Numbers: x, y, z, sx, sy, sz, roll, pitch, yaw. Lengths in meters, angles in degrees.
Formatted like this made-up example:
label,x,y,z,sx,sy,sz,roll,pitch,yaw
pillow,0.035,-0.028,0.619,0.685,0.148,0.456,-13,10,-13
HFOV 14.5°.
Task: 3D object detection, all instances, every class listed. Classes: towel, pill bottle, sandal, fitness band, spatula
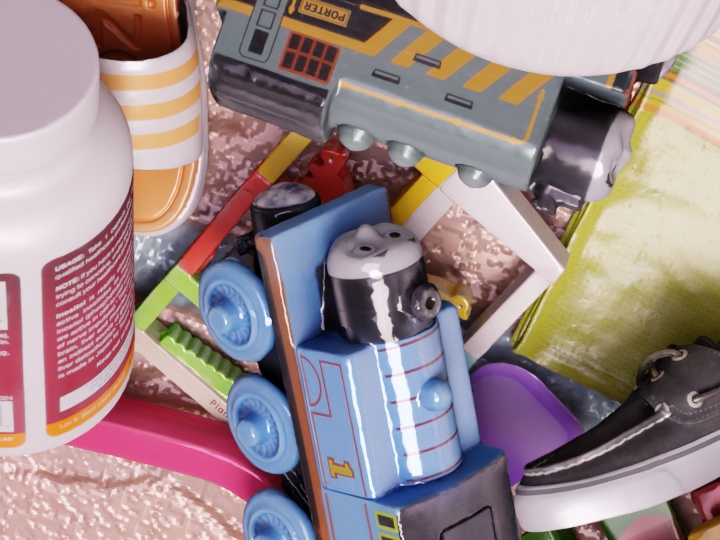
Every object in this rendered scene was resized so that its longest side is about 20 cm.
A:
label,x,y,z,sx,sy,sz,roll,pitch,yaw
towel,0.145,-0.031,1.243,0.086,0.018,0.201,26,111,-1
pill bottle,-0.150,-0.021,1.195,0.112,0.113,0.201,11,141,4
sandal,-0.110,-0.109,1.228,0.079,0.059,0.208,2,110,7
fitness band,-0.107,0.129,1.315,0.199,0.037,0.144,13,113,9
spatula,0.015,0.112,1.308,0.200,0.021,0.057,-41,100,19

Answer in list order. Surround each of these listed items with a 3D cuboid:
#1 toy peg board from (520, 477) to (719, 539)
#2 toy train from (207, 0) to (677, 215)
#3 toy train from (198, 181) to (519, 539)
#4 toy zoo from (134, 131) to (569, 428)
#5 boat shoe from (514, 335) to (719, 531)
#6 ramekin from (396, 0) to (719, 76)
label,x,y,z,sx,sy,sz,roll,pitch,yaw
toy peg board,0.107,0.154,1.227,0.199,0.199,0.098,-27,88,16
toy train,0.030,-0.098,1.185,0.199,0.085,0.115,19,83,4
toy train,0.001,0.061,1.210,0.114,0.086,0.201,9,115,45
toy zoo,0.000,0.000,1.262,0.131,0.020,0.200,40,115,-6
boat shoe,0.150,0.054,1.221,0.199,0.069,0.057,-22,96,-17
ramekin,0.082,-0.169,1.111,0.199,0.201,0.105,17,143,2
